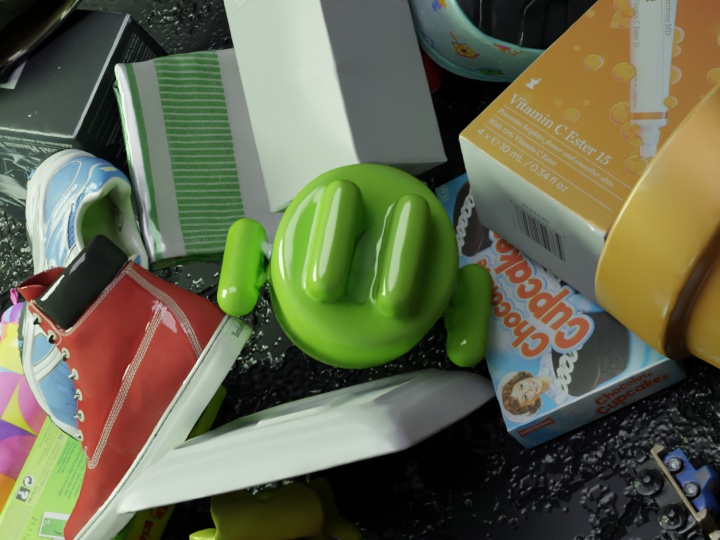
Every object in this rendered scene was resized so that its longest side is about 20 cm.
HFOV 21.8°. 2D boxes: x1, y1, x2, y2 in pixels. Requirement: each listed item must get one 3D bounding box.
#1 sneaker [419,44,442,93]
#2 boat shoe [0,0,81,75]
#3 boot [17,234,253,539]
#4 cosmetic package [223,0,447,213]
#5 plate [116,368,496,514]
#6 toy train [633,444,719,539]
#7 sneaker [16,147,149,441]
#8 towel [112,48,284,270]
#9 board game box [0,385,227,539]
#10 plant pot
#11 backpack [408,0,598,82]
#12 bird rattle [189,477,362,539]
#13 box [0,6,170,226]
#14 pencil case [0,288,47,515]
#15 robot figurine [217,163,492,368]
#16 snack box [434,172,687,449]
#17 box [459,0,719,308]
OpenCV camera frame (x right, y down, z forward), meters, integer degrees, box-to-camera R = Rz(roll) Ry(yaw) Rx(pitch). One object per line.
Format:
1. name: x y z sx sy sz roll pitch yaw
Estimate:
1. sneaker: 0.057 -0.221 1.374 0.084 0.077 0.202 -6 63 17
2. boat shoe: -0.275 -0.158 1.298 0.199 0.072 0.065 -37 47 1
3. boot: -0.177 0.079 1.212 0.144 0.072 0.201 31 110 -1
4. cosmetic package: -0.023 -0.148 1.248 0.107 0.090 0.202 -21 80 49
5. plate: -0.030 0.101 1.172 0.198 0.200 0.033 -15 91 22
6. toy train: 0.220 0.174 1.080 0.046 0.034 0.200 -36 52 3
7. sneaker: -0.183 0.021 1.250 0.077 0.075 0.202 8 106 52
8. towel: -0.064 -0.085 1.296 0.198 0.023 0.154 -9 80 -18
9. board game box: -0.183 0.151 1.305 0.101 0.048 0.201 18 73 22
10. plant pot: 0.266 -0.001 1.064 0.183 0.200 0.200 42 88 24
11. backpack: 0.103 -0.227 1.278 0.153 0.174 0.202 146 119 -61
12. bird rattle: -0.026 0.227 1.174 0.200 0.112 0.163 48 113 19
13. box: -0.215 -0.107 1.395 0.199 0.182 0.105 9 70 34
14. pencil case: -0.258 0.120 1.356 0.088 0.088 0.201 10 69 34
15. robot figurine: 0.000 0.000 1.183 0.174 0.200 0.117 10 80 -3
16. snack box: 0.128 0.006 1.225 0.116 0.037 0.201 -26 54 15
17. box: 0.178 -0.092 1.178 0.124 0.098 0.200 36 71 30
